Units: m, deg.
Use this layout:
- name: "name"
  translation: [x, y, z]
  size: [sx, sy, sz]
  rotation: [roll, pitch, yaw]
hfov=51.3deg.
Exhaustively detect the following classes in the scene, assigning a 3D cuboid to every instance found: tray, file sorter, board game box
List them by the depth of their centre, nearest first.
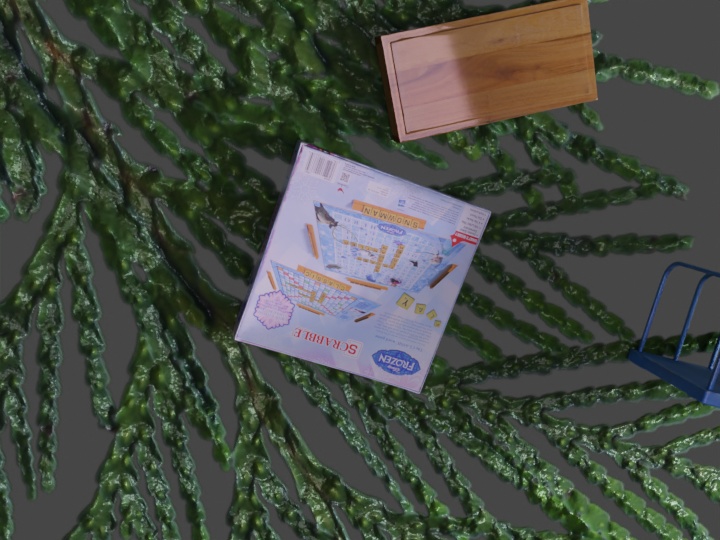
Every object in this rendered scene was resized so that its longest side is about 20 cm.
- name: "tray"
  translation: [0.121, -0.192, 0.713]
  size: [0.199, 0.037, 0.099]
  rotation: [-13, 105, -5]
- name: "board game box"
  translation: [0.000, 0.000, 0.737]
  size: [0.199, 0.041, 0.200]
  rotation: [19, 100, -14]
- name: "file sorter"
  translation: [0.416, 0.078, 0.779]
  size: [0.199, 0.139, 0.123]
  rotation: [13, 97, -12]
